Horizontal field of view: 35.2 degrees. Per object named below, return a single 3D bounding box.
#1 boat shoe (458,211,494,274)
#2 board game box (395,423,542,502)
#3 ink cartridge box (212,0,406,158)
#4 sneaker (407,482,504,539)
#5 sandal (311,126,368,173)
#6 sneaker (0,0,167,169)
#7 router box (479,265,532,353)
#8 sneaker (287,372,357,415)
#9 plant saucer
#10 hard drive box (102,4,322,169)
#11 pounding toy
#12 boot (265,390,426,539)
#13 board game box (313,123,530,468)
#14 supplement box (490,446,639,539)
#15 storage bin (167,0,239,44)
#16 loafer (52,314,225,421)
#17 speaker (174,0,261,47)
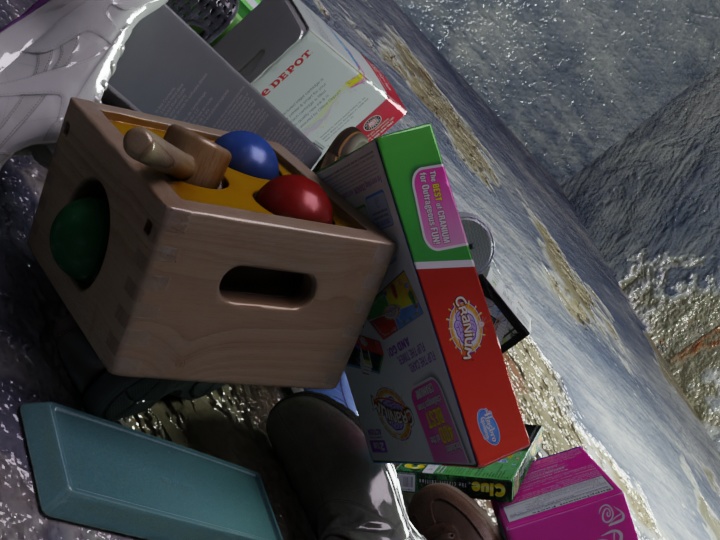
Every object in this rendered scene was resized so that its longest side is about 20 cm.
[{"bbox_3d":[0.000,0.000,0.845,0.067,0.198,0.074,-144,-133,-79],"label":"boat shoe"},{"bbox_3d":[0.103,0.170,1.039,0.200,0.104,0.024,-19,112,-72],"label":"board game box"},{"bbox_3d":[-0.067,-0.190,1.221,0.200,0.145,0.083,31,25,-52],"label":"ink cartridge box"},{"bbox_3d":[0.081,0.245,0.859,0.075,0.070,0.201,29,28,-52],"label":"sneaker"},{"bbox_3d":[-0.016,-0.064,0.899,0.054,0.082,0.200,36,11,-4],"label":"sandal"},{"bbox_3d":[-0.193,-0.123,0.733,0.100,0.200,0.075,55,-25,-14],"label":"sneaker"},{"bbox_3d":[0.047,0.019,1.095,0.201,0.149,0.051,52,17,-4],"label":"router box"},{"bbox_3d":[-0.011,0.072,0.953,0.076,0.077,0.201,48,18,-20],"label":"sneaker"},{"bbox_3d":[-0.113,0.127,0.665,0.200,0.019,0.070,31,26,-50],"label":"plant saucer"},{"bbox_3d":[-0.150,-0.137,0.898,0.200,0.077,0.155,41,-9,-35],"label":"hard drive box"},{"bbox_3d":[-0.096,-0.030,0.656,0.199,0.143,0.184,9,22,-38],"label":"pounding toy"},{"bbox_3d":[-0.013,0.174,0.758,0.201,0.068,0.130,55,19,9],"label":"boot"},{"bbox_3d":[0.025,0.023,0.730,0.153,0.040,0.202,-17,-89,65],"label":"board game box"},{"bbox_3d":[0.174,0.229,0.974,0.200,0.102,0.102,-44,116,-87],"label":"supplement box"},{"bbox_3d":[-0.198,-0.264,1.027,0.094,0.135,0.201,39,21,-37],"label":"storage bin"},{"bbox_3d":[-0.120,0.044,0.730,0.063,0.072,0.200,49,17,12],"label":"loafer"},{"bbox_3d":[-0.163,-0.288,1.267,0.200,0.088,0.089,42,19,-32],"label":"speaker"}]
